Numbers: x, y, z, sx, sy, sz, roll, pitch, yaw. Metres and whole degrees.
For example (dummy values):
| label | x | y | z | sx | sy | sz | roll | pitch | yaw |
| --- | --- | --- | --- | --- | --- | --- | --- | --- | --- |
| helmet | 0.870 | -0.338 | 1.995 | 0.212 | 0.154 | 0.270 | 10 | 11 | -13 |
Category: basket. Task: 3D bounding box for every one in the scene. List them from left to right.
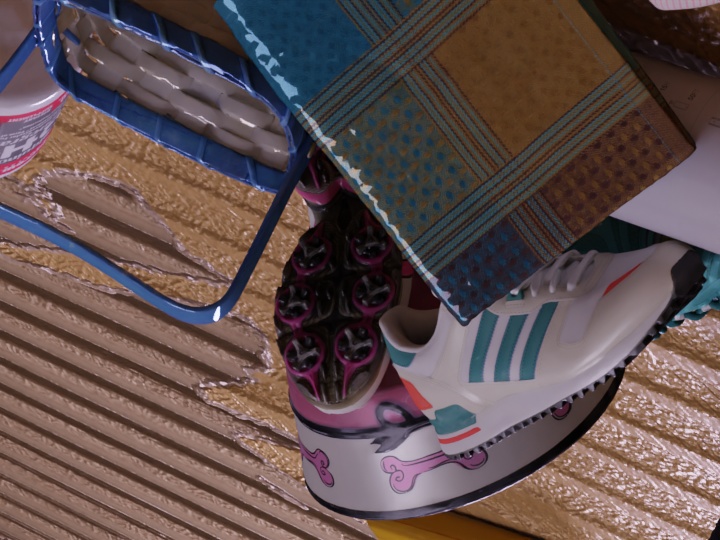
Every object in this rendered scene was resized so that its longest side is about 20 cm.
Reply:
| label | x | y | z | sx | sy | sz | roll | pitch | yaw |
| --- | --- | --- | --- | --- | --- | --- | --- | --- | --- |
| basket | -0.098 | -0.087 | 1.353 | 0.176 | 0.201 | 0.139 | 29 | 157 | 12 |

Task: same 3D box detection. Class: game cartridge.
| label | x | y | z | sx | sy | sz | roll | pitch | yaw |
| --- | --- | --- | --- | --- | --- | --- | --- | --- | --- |
| game cartridge | 0.118 | 0.248 | 1.965 | 0.199 | 0.033 | 0.177 | 15 | 152 | 39 |

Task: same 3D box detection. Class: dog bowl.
| label | x | y | z | sx | sy | sz | roll | pitch | yaw |
| --- | --- | --- | --- | --- | --- | --- | --- | --- | --- |
| dog bowl | 0.045 | 0.049 | 1.467 | 0.199 | 0.200 | 0.074 | 6 | 129 | 48 |

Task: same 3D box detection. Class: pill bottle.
| label | x | y | z | sx | sy | sz | roll | pitch | yaw |
| --- | --- | --- | --- | --- | --- | --- | --- | --- | --- |
| pill bottle | -0.233 | -0.119 | 1.592 | 0.110 | 0.111 | 0.200 | 35 | 158 | -4 |

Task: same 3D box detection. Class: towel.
| label | x | y | z | sx | sy | sz | roll | pitch | yaw |
| --- | --- | --- | --- | --- | --- | --- | --- | --- | --- |
| towel | 0.041 | -0.094 | 1.205 | 0.200 | 0.146 | 0.022 | 52 | -162 | -3 |

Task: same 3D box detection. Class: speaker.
| label | x | y | z | sx | sy | sz | roll | pitch | yaw |
| --- | --- | --- | --- | --- | --- | --- | --- | --- | --- |
| speaker | 0.144 | -0.059 | 1.245 | 0.199 | 0.081 | 0.081 | 20 | 154 | 27 |

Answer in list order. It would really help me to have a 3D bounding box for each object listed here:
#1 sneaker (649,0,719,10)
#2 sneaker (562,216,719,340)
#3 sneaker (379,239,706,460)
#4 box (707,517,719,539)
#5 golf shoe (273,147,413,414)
| label | x | y | z | sx | sy | sz | roll | pitch | yaw |
| --- | --- | --- | --- | --- | --- | --- | --- | --- | --- |
| sneaker | 0.096 | -0.163 | 1.105 | 0.199 | 0.076 | 0.105 | 14 | 146 | 31 |
| sneaker | 0.164 | -0.001 | 1.326 | 0.199 | 0.080 | 0.077 | 15 | 170 | 41 |
| sneaker | 0.081 | 0.020 | 1.298 | 0.094 | 0.070 | 0.200 | 52 | 137 | -3 |
| box | 0.301 | 0.193 | 1.495 | 0.199 | 0.124 | 0.197 | 31 | 159 | 5 |
| golf shoe | 0.000 | 0.000 | 1.436 | 0.072 | 0.201 | 0.092 | -9 | 142 | 16 |
